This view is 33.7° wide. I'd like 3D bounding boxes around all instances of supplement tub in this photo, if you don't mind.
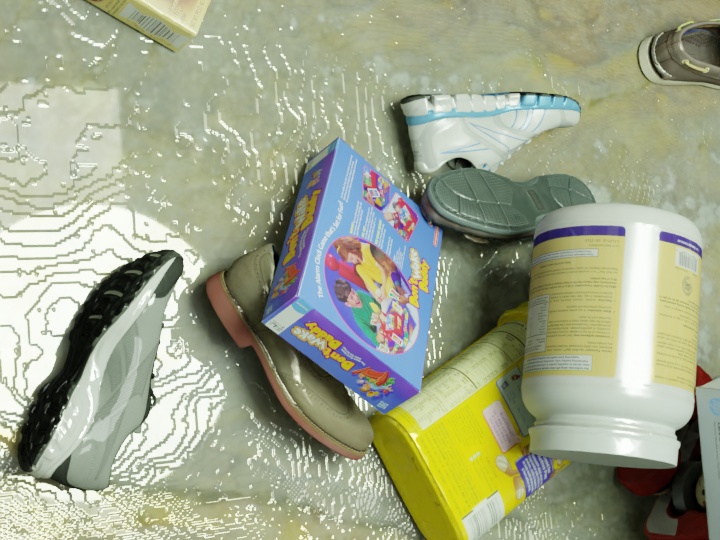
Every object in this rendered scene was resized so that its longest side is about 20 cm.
[{"bbox_3d":[0.210,0.058,1.001,0.144,0.145,0.203,13,77,-27],"label":"supplement tub"}]

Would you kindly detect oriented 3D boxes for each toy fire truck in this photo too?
[{"bbox_3d":[0.357,0.180,1.153,0.112,0.167,0.201,41,65,-17],"label":"toy fire truck"}]

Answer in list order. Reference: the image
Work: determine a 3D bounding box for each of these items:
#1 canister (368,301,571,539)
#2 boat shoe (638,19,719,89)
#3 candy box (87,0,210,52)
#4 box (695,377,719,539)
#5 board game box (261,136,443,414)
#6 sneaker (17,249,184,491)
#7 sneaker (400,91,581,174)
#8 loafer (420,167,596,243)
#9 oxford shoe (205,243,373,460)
[{"bbox_3d":[0.119,0.139,1.073,0.199,0.086,0.150,-31,97,-28],"label":"canister"},{"bbox_3d":[0.395,-0.239,1.298,0.197,0.059,0.073,-6,85,-30],"label":"boat shoe"},{"bbox_3d":[-0.205,-0.282,0.967,0.198,0.055,0.117,28,70,-23],"label":"candy box"},{"bbox_3d":[0.364,0.151,1.022,0.198,0.041,0.158,-15,101,-41],"label":"box"},{"bbox_3d":[0.000,0.000,0.994,0.134,0.045,0.201,39,38,-22],"label":"board game box"},{"bbox_3d":[-0.188,0.075,0.923,0.079,0.074,0.202,34,74,-31],"label":"sneaker"},{"bbox_3d":[0.125,-0.127,1.133,0.197,0.075,0.088,-7,99,-27],"label":"sneaker"},{"bbox_3d":[0.134,-0.050,1.112,0.198,0.063,0.073,-2,56,-34],"label":"loafer"},{"bbox_3d":[-0.042,0.069,0.985,0.074,0.071,0.201,-35,104,12],"label":"oxford shoe"}]
